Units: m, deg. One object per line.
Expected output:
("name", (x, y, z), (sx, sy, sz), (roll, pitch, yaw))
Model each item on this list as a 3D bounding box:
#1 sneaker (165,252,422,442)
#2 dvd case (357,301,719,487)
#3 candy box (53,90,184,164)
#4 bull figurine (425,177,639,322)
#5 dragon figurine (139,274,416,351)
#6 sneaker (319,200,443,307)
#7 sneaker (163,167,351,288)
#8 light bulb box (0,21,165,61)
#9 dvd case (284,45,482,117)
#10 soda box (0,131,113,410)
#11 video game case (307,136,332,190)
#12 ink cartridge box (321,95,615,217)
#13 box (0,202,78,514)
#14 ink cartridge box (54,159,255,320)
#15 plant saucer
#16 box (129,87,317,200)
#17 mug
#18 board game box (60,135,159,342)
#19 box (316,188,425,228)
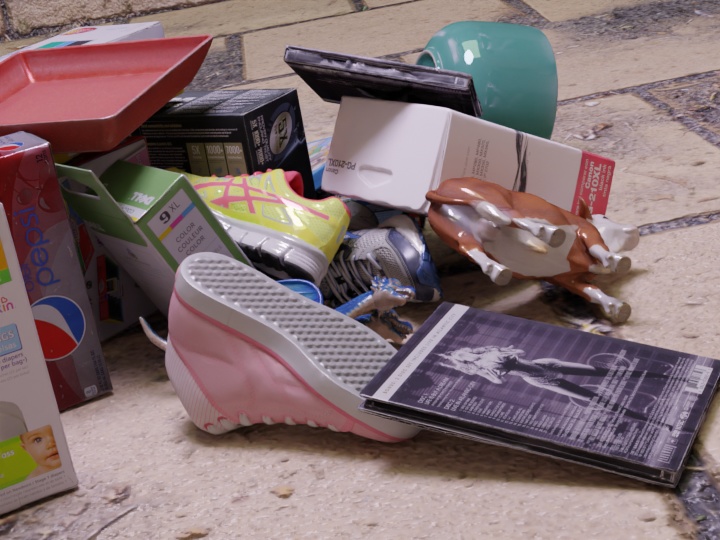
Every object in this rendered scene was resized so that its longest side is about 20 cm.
("sneaker", (-0.050, 0.078, 0.918), (0.199, 0.105, 0.075), (30, 30, 15))
("dvd case", (0.118, 0.073, 0.859), (0.198, 0.016, 0.149), (12, 27, 21))
("candy box", (-0.248, -0.126, 1.155), (0.102, 0.027, 0.200), (4, 29, 32))
("bull figurine", (0.141, -0.019, 1.016), (0.199, 0.066, 0.121), (11, 17, -29))
("dragon figurine", (-0.057, 0.045, 1.012), (0.198, 0.059, 0.099), (-3, 21, 18))
("sneaker", (0.000, 0.000, 1.113), (0.085, 0.078, 0.200), (-27, 17, -17))
("sneaker", (-0.088, -0.048, 1.114), (0.199, 0.078, 0.091), (25, 68, 32))
("light bulb box", (-0.291, -0.143, 1.439), (0.124, 0.202, 0.198), (1, 22, 28))
("dvd case", (0.026, -0.154, 1.144), (0.147, 0.016, 0.200), (10, -1, 8))
("soda box", (-0.246, 0.003, 1.006), (0.070, 0.202, 0.063), (-19, 22, -23))
("video game case", (-0.084, -0.093, 1.369), (0.199, 0.018, 0.143), (-8, 26, 50))
("ink cartridge box", (0.090, -0.080, 1.129), (0.199, 0.085, 0.144), (11, 3, -39))
("box", (-0.270, 0.053, 0.880), (0.112, 0.202, 0.101), (-18, 21, -22))
("ink cartridge box", (-0.156, -0.029, 1.055), (0.059, 0.200, 0.103), (-49, 35, -19))
("plant saucer", (-0.240, -0.138, 1.101), (0.198, 0.037, 0.200), (-1, 27, 20))
("box", (-0.145, -0.074, 1.231), (0.199, 0.165, 0.086), (3, 23, 33))
("mug", (0.119, -0.168, 1.347), (0.113, 0.153, 0.185), (2, 19, -17))
("board game box", (-0.243, -0.010, 1.117), (0.040, 0.154, 0.200), (5, 23, 37))
("box", (0.000, -0.083, 1.371), (0.135, 0.038, 0.200), (-8, 20, 8))
